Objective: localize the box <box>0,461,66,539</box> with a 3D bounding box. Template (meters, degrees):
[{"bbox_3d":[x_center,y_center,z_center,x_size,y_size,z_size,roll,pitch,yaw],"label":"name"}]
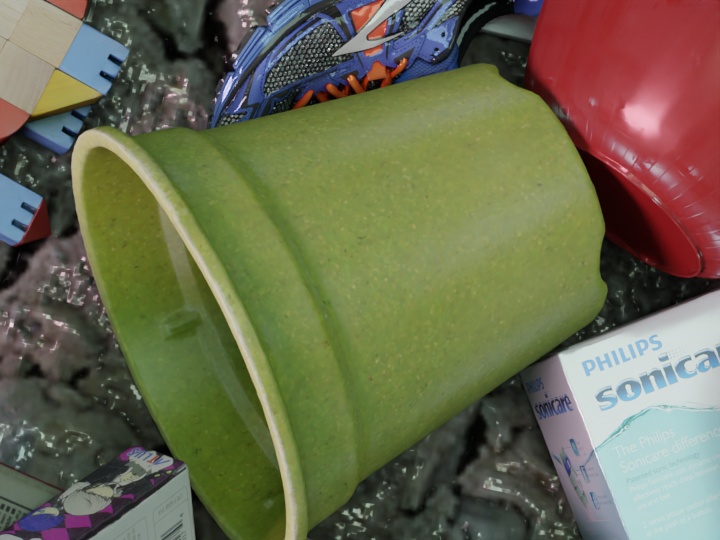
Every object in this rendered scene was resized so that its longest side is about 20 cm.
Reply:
[{"bbox_3d":[-0.196,0.123,0.693,0.109,0.200,0.128,15,76,33],"label":"box"}]

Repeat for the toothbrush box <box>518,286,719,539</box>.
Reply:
[{"bbox_3d":[0.182,0.110,0.822,0.146,0.085,0.201,-21,86,-11],"label":"toothbrush box"}]

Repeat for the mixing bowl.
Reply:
[{"bbox_3d":[0.147,-0.069,0.789,0.200,0.200,0.108,41,80,-1],"label":"mixing bowl"}]

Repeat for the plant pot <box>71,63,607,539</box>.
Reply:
[{"bbox_3d":[0.000,0.000,0.766,0.184,0.200,0.201,-24,85,-20],"label":"plant pot"}]

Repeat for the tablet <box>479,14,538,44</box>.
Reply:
[{"bbox_3d":[0.085,-0.216,0.896,0.130,0.014,0.201,12,79,-7],"label":"tablet"}]

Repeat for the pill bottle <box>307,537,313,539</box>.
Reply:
[{"bbox_3d":[0.046,0.187,0.747,0.199,0.112,0.112,17,77,22],"label":"pill bottle"}]

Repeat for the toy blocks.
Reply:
[{"bbox_3d":[-0.173,-0.106,0.807,0.136,0.100,0.200,29,78,-15],"label":"toy blocks"}]

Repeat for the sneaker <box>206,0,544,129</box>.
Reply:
[{"bbox_3d":[0.010,-0.109,0.826,0.200,0.075,0.078,-39,80,-4],"label":"sneaker"}]

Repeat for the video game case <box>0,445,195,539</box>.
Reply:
[{"bbox_3d":[-0.129,0.196,0.689,0.181,0.036,0.201,-33,129,-45],"label":"video game case"}]
